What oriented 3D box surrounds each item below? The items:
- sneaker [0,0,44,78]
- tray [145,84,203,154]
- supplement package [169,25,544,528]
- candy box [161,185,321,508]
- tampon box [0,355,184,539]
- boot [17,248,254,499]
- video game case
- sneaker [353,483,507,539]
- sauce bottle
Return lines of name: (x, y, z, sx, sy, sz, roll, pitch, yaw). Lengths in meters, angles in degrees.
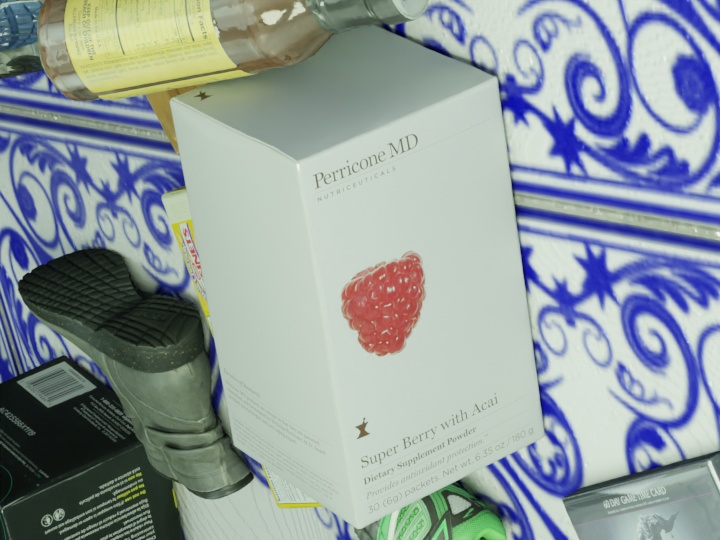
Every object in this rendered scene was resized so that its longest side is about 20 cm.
sneaker: (-0.234, -0.171, 1.658, 0.200, 0.077, 0.086, 139, 119, -79)
tray: (-0.123, -0.174, 1.525, 0.200, 0.037, 0.099, 60, 153, 10)
supplement package: (0.000, 0.000, 1.342, 0.120, 0.121, 0.201, 29, 136, 51)
candy box: (-0.053, 0.042, 1.577, 0.102, 0.026, 0.201, -8, 103, 65)
tampon box: (-0.203, 0.190, 1.860, 0.150, 0.126, 0.201, 32, 138, 49)
boot: (-0.146, 0.070, 1.735, 0.200, 0.068, 0.131, 29, 141, 53)
video game case: (0.174, 0.188, 1.290, 0.201, 0.019, 0.143, 65, 153, 1)
sneaker: (0.046, 0.205, 1.469, 0.085, 0.078, 0.201, 29, 135, 49)
sauce bottle: (-0.060, -0.123, 1.302, 0.199, 0.065, 0.065, -6, 108, 31)
